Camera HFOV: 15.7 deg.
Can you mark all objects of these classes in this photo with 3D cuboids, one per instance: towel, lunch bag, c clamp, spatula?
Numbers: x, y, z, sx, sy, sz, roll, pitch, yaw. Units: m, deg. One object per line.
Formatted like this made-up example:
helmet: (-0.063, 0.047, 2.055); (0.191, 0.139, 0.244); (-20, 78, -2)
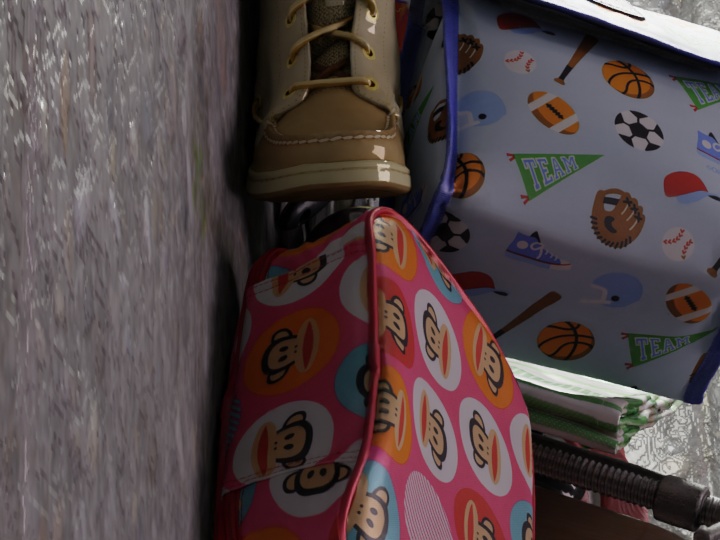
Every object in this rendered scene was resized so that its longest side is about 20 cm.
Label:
towel: (0.073, 0.048, 1.260); (0.200, 0.152, 0.023); (-9, 115, -75)
lunch bag: (0.019, 0.093, 1.067); (0.176, 0.082, 0.200); (50, 31, -35)
lunch bag: (0.100, -0.061, 1.225); (0.124, 0.169, 0.200); (118, -16, -45)
c clamp: (0.097, 0.088, 1.199); (0.171, 0.199, 0.027); (12, 93, -64)
spatula: (0.013, -0.062, 1.363); (0.200, 0.021, 0.057); (-33, 154, -48)

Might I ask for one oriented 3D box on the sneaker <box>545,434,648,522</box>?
sneaker: (0.097, 0.127, 1.422); (0.116, 0.078, 0.201); (142, -41, -60)

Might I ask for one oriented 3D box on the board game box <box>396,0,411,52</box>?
board game box: (0.030, -0.178, 1.307); (0.040, 0.152, 0.201); (-83, 169, -68)

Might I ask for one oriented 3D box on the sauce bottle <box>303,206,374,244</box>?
sauce bottle: (0.000, 0.000, 1.344); (0.200, 0.066, 0.066); (-70, 157, -86)

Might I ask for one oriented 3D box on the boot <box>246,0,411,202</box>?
boot: (-0.013, -0.113, 1.167); (0.200, 0.072, 0.156); (-93, -176, -81)

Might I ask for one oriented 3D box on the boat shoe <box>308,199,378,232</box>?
boat shoe: (0.003, -0.057, 1.463); (0.202, 0.064, 0.075); (83, 7, -57)

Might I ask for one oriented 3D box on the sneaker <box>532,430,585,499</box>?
sneaker: (0.048, 0.081, 1.357); (0.200, 0.087, 0.074); (47, 6, 40)

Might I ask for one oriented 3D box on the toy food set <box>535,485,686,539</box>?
toy food set: (0.067, 0.175, 1.199); (0.060, 0.200, 0.144); (46, 71, -34)
